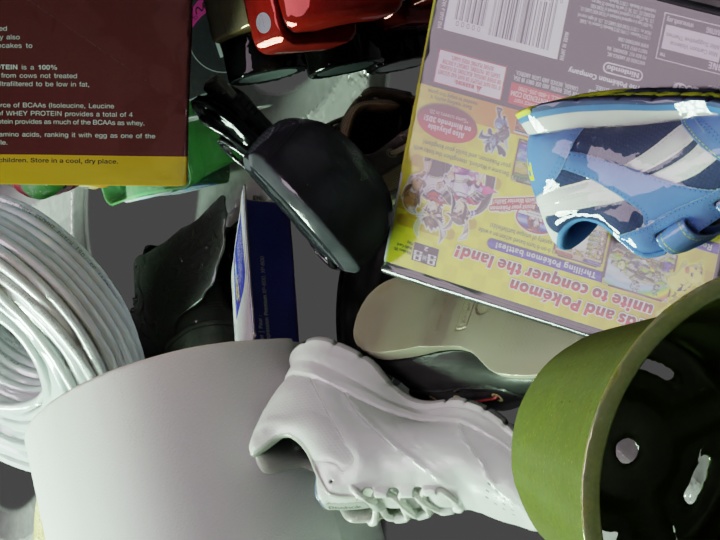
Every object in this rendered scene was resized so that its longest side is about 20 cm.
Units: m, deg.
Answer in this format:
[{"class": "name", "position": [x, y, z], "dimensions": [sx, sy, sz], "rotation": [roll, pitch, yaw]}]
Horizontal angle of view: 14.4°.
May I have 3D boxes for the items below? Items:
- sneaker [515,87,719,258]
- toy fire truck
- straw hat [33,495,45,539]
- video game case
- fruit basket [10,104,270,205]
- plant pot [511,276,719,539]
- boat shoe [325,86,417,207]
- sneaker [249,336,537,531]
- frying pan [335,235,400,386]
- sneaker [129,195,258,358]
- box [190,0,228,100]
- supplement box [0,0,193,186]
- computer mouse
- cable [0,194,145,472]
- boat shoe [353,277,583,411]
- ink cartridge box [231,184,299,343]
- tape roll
[{"class": "sneaker", "position": [0.170, -0.047, 1.398], "dimensions": [0.199, 0.074, 0.083], "rotation": [3, 98, 37]}, {"class": "toy fire truck", "position": [0.033, -0.160, 1.591], "dimensions": [0.199, 0.175, 0.129], "rotation": [-16, 84, 44]}, {"class": "straw hat", "position": [-0.147, 0.214, 1.915], "dimensions": [0.201, 0.085, 0.202], "rotation": [40, 137, 51]}, {"class": "video game case", "position": [0.114, -0.061, 1.484], "dimensions": [0.199, 0.025, 0.182], "rotation": [17, 103, 29]}, {"class": "fruit basket", "position": [-0.182, -0.077, 1.907], "dimensions": [0.185, 0.199, 0.094], "rotation": [-9, 100, 58]}, {"class": "plant pot", "position": [0.159, 0.092, 1.344], "dimensions": [0.190, 0.199, 0.201], "rotation": [-172, 86, -71]}, {"class": "boat shoe", "position": [0.017, -0.074, 1.667], "dimensions": [0.200, 0.073, 0.075], "rotation": [-13, 32, 51]}, {"class": "sneaker", "position": [0.026, 0.111, 1.591], "dimensions": [0.199, 0.075, 0.087], "rotation": [20, 61, 34]}, {"class": "frying pan", "position": [-0.001, 0.017, 1.750], "dimensions": [0.190, 0.031, 0.116], "rotation": [-162, 76, -68]}, {"class": "sneaker", "position": [-0.130, 0.031, 1.943], "dimensions": [0.200, 0.060, 0.105], "rotation": [-32, 61, 48]}, {"class": "box", "position": [-0.166, -0.156, 1.783], "dimensions": [0.132, 0.199, 0.115], "rotation": [-138, 28, -68]}, {"class": "supplement box", "position": [-0.192, -0.167, 1.596], "dimensions": [0.133, 0.196, 0.201], "rotation": [-97, 9, -57]}, {"class": "computer mouse", "position": [-0.026, -0.053, 1.592], "dimensions": [0.053, 0.139, 0.200], "rotation": [-41, 12, -3]}, {"class": "cable", "position": [-0.235, 0.043, 1.901], "dimensions": [0.200, 0.069, 0.200], "rotation": [42, 143, 0]}, {"class": "boat shoe", "position": [0.084, 0.039, 1.580], "dimensions": [0.201, 0.063, 0.074], "rotation": [-1, 55, 49]}, {"class": "ink cartridge box", "position": [-0.060, 0.019, 1.767], "dimensions": [0.200, 0.037, 0.095], "rotation": [99, 167, -75]}, {"class": "tape roll", "position": [-0.092, 0.144, 1.713], "dimensions": [0.203, 0.202, 0.140], "rotation": [-40, 57, 50]}]
